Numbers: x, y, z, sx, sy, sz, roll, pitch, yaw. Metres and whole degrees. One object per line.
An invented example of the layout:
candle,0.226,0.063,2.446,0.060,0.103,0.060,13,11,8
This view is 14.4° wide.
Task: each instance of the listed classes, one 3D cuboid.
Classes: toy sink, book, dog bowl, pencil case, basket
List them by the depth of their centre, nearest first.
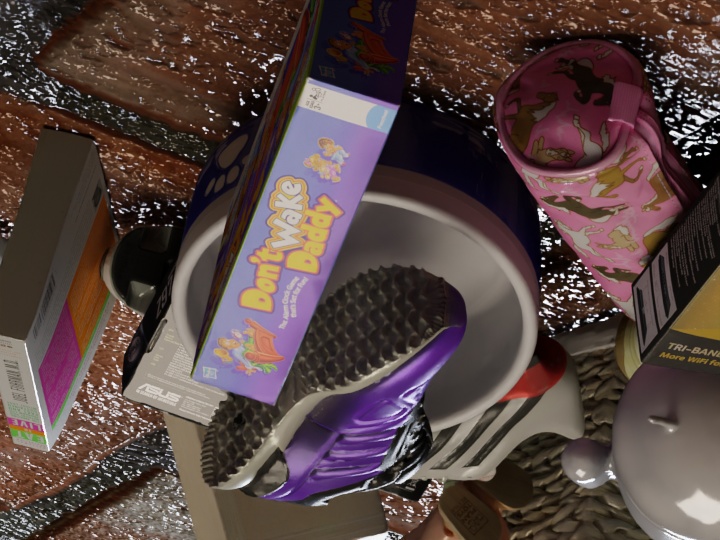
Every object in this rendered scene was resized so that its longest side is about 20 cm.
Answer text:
pencil case,0.139,-0.040,1.473,0.086,0.083,0.200,-29,143,11
dog bowl,0.000,0.000,1.567,0.200,0.079,0.200,4,137,4
book,-0.188,0.017,1.732,0.048,0.134,0.200,14,157,4
basket,0.175,0.150,1.801,0.200,0.161,0.198,23,155,-24
toy sink,-0.061,0.103,1.861,0.112,0.200,0.130,-13,162,-13

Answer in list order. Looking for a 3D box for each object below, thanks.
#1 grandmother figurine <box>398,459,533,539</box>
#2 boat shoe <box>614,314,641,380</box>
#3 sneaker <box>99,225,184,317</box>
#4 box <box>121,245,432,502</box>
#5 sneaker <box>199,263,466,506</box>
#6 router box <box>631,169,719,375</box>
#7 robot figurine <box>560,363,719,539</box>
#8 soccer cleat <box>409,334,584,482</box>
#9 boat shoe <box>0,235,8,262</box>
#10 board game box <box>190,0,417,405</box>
grandmother figurine,0.028,0.189,1.762,0.061,0.121,0.200,50,140,7
boat shoe,0.245,0.074,1.697,0.201,0.073,0.063,32,157,-22
sneaker,-0.066,0.020,1.768,0.200,0.074,0.089,21,171,-14
box,-0.021,0.038,1.692,0.200,0.044,0.160,20,121,-15
sneaker,0.008,0.069,1.539,0.099,0.070,0.200,25,137,-29
router box,0.259,0.000,1.428,0.200,0.052,0.157,8,144,-18
robot figurine,0.194,0.097,1.546,0.169,0.113,0.200,-10,167,5
soccer cleat,0.036,0.097,1.670,0.200,0.069,0.085,-22,125,8
boat shoe,-0.314,0.004,1.862,0.199,0.068,0.074,2,155,27
board game box,-0.025,-0.053,1.371,0.045,0.135,0.200,17,131,-7
